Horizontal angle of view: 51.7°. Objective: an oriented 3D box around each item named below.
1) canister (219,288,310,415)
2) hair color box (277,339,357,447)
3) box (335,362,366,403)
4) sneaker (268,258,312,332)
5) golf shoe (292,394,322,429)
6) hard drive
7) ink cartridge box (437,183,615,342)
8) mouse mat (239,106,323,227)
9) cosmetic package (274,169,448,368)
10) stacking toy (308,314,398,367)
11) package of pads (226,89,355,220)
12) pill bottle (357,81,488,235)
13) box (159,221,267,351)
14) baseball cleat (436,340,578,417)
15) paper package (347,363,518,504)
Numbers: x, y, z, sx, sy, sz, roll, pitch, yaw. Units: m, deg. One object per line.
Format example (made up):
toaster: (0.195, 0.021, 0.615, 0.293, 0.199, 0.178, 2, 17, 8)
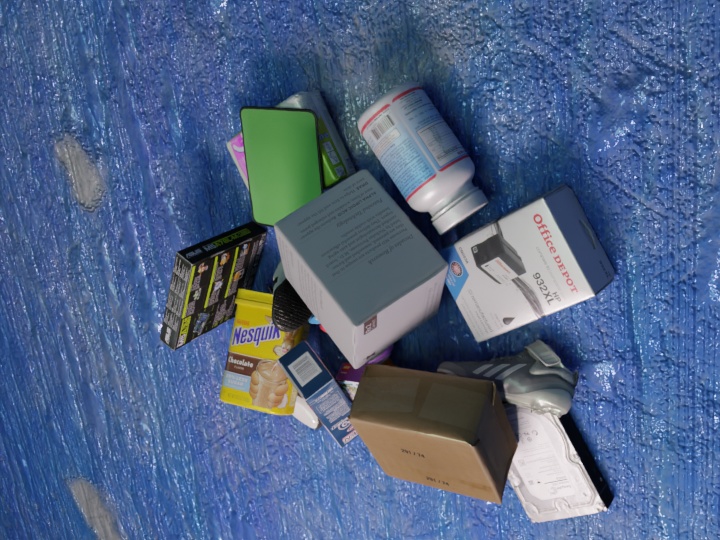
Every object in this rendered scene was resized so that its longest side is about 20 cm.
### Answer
canister: (-0.166, 0.144, 1.319, 0.148, 0.086, 0.202, 8, 85, 25)
hair color box: (-0.063, 0.214, 1.264, 0.100, 0.060, 0.200, 48, 170, 38)
box: (0.072, 0.214, 1.213, 0.199, 0.039, 0.137, 3, 138, 33)
sneaker: (-0.114, 0.029, 1.246, 0.074, 0.201, 0.088, 29, 139, -18)
golf shoe: (-0.154, 0.233, 1.402, 0.200, 0.094, 0.078, 46, 136, 13)
hard drive: (0.276, 0.281, 1.131, 0.139, 0.038, 0.201, -27, 92, 41)
ink cartridge box: (0.221, -0.006, 1.023, 0.199, 0.084, 0.146, -29, 88, 41)
mouse mat: (-0.124, -0.160, 1.188, 0.160, 0.008, 0.201, 11, 117, 33)
cosmetic package: (0.000, 0.000, 1.087, 0.200, 0.164, 0.165, 51, 164, 21)
stacking toy: (0.014, 0.118, 1.239, 0.116, 0.110, 0.201, -16, 113, 42)
package of pads: (-0.117, -0.189, 1.219, 0.199, 0.068, 0.155, -22, 96, 40)
pill bottle: (0.091, -0.155, 1.045, 0.109, 0.109, 0.201, -37, 85, 41)
box: (-0.264, 0.026, 1.337, 0.047, 0.193, 0.201, 36, 127, 21)
baseball cleat: (0.215, 0.146, 1.083, 0.199, 0.107, 0.070, 15, 159, 21)
paper package: (0.110, 0.237, 1.089, 0.199, 0.104, 0.191, 4, 141, 30)
